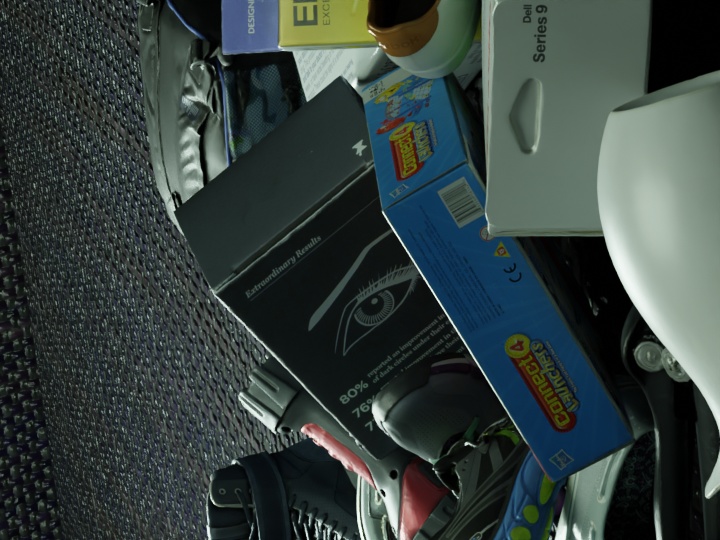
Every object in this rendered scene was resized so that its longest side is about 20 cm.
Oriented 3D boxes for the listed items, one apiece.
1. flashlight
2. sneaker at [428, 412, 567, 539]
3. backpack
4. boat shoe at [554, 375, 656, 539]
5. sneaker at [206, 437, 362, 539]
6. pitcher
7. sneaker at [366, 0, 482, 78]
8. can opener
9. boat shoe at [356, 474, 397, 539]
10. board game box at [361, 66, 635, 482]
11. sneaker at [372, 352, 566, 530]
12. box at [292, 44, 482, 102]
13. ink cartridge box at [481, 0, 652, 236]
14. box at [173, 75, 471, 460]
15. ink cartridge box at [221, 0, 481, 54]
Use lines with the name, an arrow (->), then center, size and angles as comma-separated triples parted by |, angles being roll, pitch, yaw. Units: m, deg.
flashlight -> 0.000, 0.139, 1.906 | 0.200, 0.068, 0.068 | 36, 162, 12
sneaker -> 0.090, 0.113, 1.604 | 0.200, 0.082, 0.071 | -64, -30, -33
backpack -> -0.083, -0.115, 2.021 | 0.183, 0.146, 0.201 | -134, 39, -59
boat shoe -> 0.159, 0.165, 1.562 | 0.072, 0.070, 0.202 | -125, 30, -59
sneaker -> -0.047, 0.219, 2.145 | 0.203, 0.145, 0.077 | -125, 30, -49
pitcher -> 0.206, 0.001, 1.254 | 0.171, 0.121, 0.201 | -12, 99, 50
sneaker -> 0.049, -0.216, 1.483 | 0.085, 0.072, 0.201 | 24, -104, -63
can opener -> 0.189, 0.089, 1.460 | 0.063, 0.079, 0.201 | 3, 113, 32
boat shoe -> 0.035, 0.158, 1.959 | 0.062, 0.072, 0.201 | 144, 118, -76
board game box -> 0.077, -0.007, 1.512 | 0.200, 0.056, 0.196 | 58, -171, -21
sneaker -> 0.083, 0.115, 1.676 | 0.088, 0.074, 0.200 | 55, -165, 30
box -> 0.012, -0.217, 1.713 | 0.184, 0.104, 0.201 | 132, 123, -68
ink cartridge box -> 0.107, -0.128, 1.391 | 0.200, 0.084, 0.147 | -87, -3, -57
box -> 0.000, 0.000, 1.685 | 0.200, 0.148, 0.104 | 49, -174, -37
ink cartridge box -> -0.004, -0.234, 1.580 | 0.047, 0.199, 0.199 | -2, -89, -69
